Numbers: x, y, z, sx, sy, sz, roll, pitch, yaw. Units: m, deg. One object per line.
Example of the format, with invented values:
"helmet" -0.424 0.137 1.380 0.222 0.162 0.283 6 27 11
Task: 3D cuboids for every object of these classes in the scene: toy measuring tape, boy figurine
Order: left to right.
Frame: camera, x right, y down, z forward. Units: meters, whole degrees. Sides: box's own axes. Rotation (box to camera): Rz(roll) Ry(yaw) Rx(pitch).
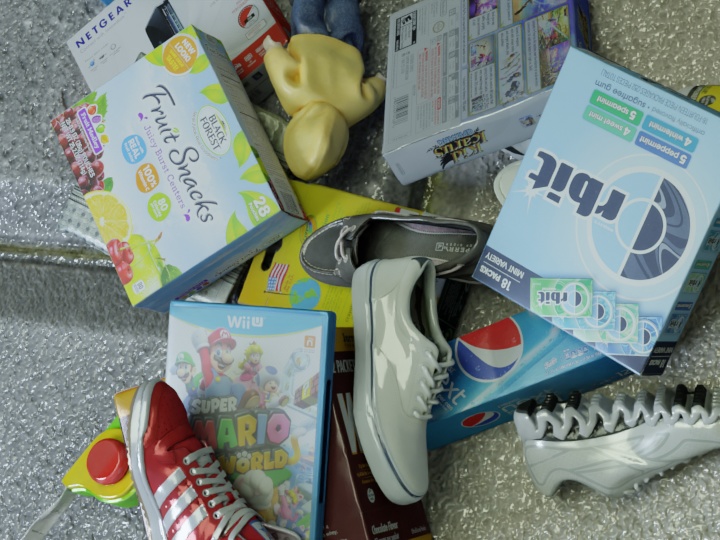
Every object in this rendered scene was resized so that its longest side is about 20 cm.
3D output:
"toy measuring tape" -0.239 0.209 1.614 0.074 0.073 0.200 42 95 32
"boy figurine" -0.030 -0.172 1.611 0.064 0.123 0.201 134 142 -57

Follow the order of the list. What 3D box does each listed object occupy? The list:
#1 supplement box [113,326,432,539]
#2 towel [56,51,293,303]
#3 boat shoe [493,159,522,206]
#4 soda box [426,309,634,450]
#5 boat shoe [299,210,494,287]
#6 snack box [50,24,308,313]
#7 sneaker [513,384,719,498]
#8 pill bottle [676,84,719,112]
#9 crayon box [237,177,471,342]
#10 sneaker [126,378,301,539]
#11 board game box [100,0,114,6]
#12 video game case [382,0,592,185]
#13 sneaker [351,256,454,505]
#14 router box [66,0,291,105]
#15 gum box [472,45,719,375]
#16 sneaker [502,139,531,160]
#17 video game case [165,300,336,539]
"supplement box" -0.070 0.169 1.469 0.196 0.133 0.202 -19 81 22
"towel" -0.164 -0.081 1.661 0.199 0.035 0.194 27 93 17
"boat shoe" 0.194 -0.027 1.461 0.199 0.062 0.073 29 68 31
"soda box" 0.124 0.081 1.461 0.199 0.068 0.065 -24 64 20
"boat shoe" 0.029 -0.022 1.494 0.199 0.057 0.067 1 74 28
"snack box" -0.165 -0.091 1.599 0.168 0.068 0.201 -31 73 16
"sneaker" 0.222 0.135 1.397 0.198 0.075 0.082 -5 97 20
"pill bottle" 0.342 -0.090 1.376 0.199 0.112 0.113 1 74 28
"crayon box" 0.000 0.000 1.565 0.199 0.051 0.128 17 82 31
"sneaker" -0.110 0.177 1.355 0.112 0.071 0.202 -10 92 27
"board game box" -0.204 -0.380 1.811 0.199 0.040 0.154 -34 60 14
"video game case" 0.110 -0.180 1.527 0.180 0.046 0.201 -20 40 22
"sneaker" 0.037 0.083 1.416 0.070 0.073 0.202 -15 76 31
"router box" -0.171 -0.213 1.732 0.200 0.049 0.180 -38 60 12
"gum box" 0.197 -0.047 1.368 0.169 0.044 0.201 31 106 31
"sneaker" 0.177 -0.124 1.497 0.199 0.080 0.074 19 84 33
"video game case" -0.092 0.128 1.398 0.142 0.018 0.202 3 89 24
